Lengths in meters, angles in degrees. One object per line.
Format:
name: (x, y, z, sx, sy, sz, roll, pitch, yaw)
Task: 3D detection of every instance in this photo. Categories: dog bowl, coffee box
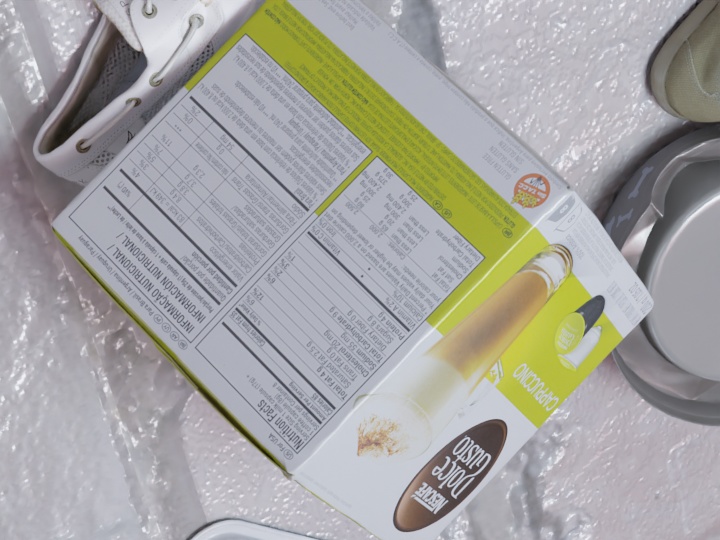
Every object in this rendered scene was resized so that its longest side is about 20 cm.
dog bowl: (0.236, -0.003, 1.596, 0.200, 0.059, 0.200, -8, 119, -14)
coffee box: (0.000, 0.000, 1.341, 0.198, 0.200, 0.200, -46, 154, 0)

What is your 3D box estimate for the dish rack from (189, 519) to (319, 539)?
dish rack: (-0.050, 0.249, 1.595, 0.200, 0.044, 0.172, 19, 106, -37)

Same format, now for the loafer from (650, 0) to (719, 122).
loafer: (0.258, -0.164, 1.533, 0.076, 0.068, 0.200, 31, 97, -40)

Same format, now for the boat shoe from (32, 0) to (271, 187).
boat shoe: (-0.104, -0.128, 1.324, 0.069, 0.071, 0.200, 18, 107, -40)
